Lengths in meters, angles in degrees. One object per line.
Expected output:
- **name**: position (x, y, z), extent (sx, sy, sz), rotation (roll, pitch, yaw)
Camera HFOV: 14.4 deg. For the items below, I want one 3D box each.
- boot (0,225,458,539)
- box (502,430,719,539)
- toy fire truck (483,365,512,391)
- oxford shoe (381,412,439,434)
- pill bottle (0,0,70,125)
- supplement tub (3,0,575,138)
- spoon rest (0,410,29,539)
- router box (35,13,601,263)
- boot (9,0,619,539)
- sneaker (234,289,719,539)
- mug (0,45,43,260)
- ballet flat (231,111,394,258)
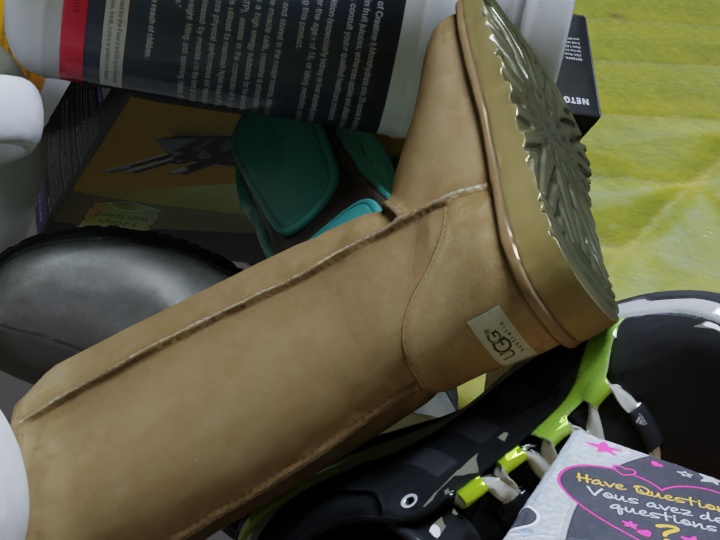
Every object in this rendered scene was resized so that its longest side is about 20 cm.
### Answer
- **boot**: position (-0.047, 0.051, 1.033), extent (0.199, 0.068, 0.131), rotation (16, 22, -9)
- **box**: position (0.069, 0.160, 0.666), extent (0.131, 0.201, 0.115), rotation (19, 21, 12)
- **toy fire truck**: position (0.060, 0.023, 1.123), extent (0.049, 0.142, 0.200), rotation (-25, 2, -35)
- **oxford shoe**: position (0.080, 0.087, 0.966), extent (0.199, 0.074, 0.071), rotation (20, 58, -4)
- **pill bottle**: position (-0.183, -0.126, 1.317), extent (0.199, 0.112, 0.111), rotation (6, 23, -21)
- **supplement tub**: position (-0.023, -0.126, 1.042), extent (0.199, 0.141, 0.140), rotation (10, 22, -3)
- **spoon rest**: position (-0.199, 0.079, 0.861), extent (0.199, 0.100, 0.061), rotation (-8, 11, -18)
- **router box**: position (-0.022, -0.058, 1.201), extent (0.199, 0.157, 0.053), rotation (5, 63, -22)
- **boot**: position (-0.023, 0.004, 0.936), extent (0.066, 0.199, 0.176), rotation (53, 18, -29)
- **sneaker**: position (0.043, 0.078, 0.890), extent (0.072, 0.199, 0.083), rotation (56, 18, -15)
- **mug**: position (-0.198, -0.046, 1.035), extent (0.175, 0.149, 0.199), rotation (1, -6, -39)
- **ballet flat**: position (0.000, 0.000, 1.047), extent (0.070, 0.067, 0.200), rotation (38, 18, -29)
